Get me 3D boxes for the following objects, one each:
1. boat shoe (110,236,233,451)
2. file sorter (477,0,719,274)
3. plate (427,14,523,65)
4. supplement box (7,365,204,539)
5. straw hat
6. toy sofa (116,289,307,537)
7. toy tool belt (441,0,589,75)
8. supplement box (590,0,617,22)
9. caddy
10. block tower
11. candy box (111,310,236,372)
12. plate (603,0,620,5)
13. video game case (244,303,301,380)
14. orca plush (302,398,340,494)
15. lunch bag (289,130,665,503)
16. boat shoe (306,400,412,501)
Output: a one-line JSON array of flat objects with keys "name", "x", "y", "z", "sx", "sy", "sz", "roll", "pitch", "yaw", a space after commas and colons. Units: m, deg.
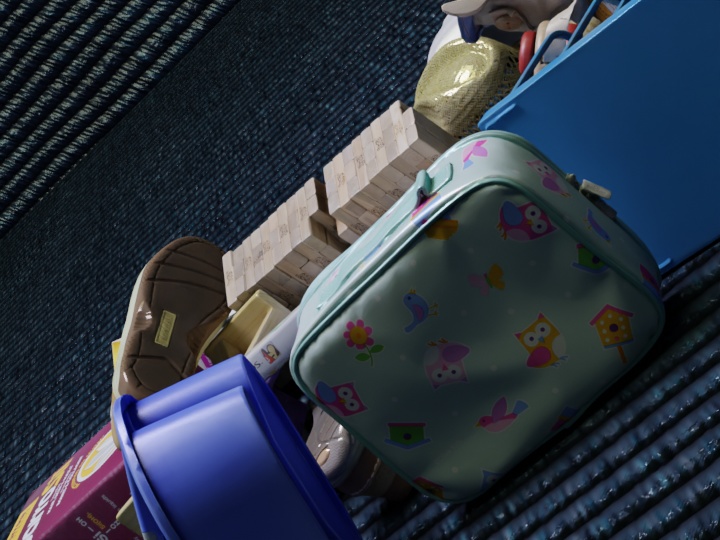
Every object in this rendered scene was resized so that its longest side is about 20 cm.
[{"name": "boat shoe", "x": -0.145, "y": 0.053, "z": 1.740, "sx": 0.076, "sy": 0.071, "sz": 0.200, "roll": -61, "pitch": 3, "yaw": 36}, {"name": "file sorter", "x": 0.196, "y": -0.115, "z": 1.372, "sx": 0.200, "sy": 0.139, "sz": 0.123, "roll": -36, "pitch": 15, "yaw": 43}, {"name": "plate", "x": 0.135, "y": -0.230, "z": 1.854, "sx": 0.200, "sy": 0.032, "sz": 0.200, "roll": -45, "pitch": -6, "yaw": 16}, {"name": "supplement box", "x": -0.171, "y": 0.180, "z": 1.803, "sx": 0.200, "sy": 0.103, "sz": 0.131, "roll": -42, "pitch": 15, "yaw": 29}, {"name": "straw hat", "x": 0.088, "y": -0.125, "z": 1.751, "sx": 0.201, "sy": 0.085, "sz": 0.202, "roll": -41, "pitch": 33, "yaw": 35}, {"name": "toy sofa", "x": -0.082, "y": 0.117, "z": 1.684, "sx": 0.083, "sy": 0.097, "sz": 0.200, "roll": -48, "pitch": 10, "yaw": 40}, {"name": "toy tool belt", "x": 0.100, "y": -0.212, "z": 1.677, "sx": 0.125, "sy": 0.122, "sz": 0.201, "roll": 79, "pitch": -163, "yaw": -58}, {"name": "supplement box", "x": 0.209, "y": -0.237, "z": 1.741, "sx": 0.066, "sy": 0.069, "sz": 0.200, "roll": -40, "pitch": -2, "yaw": -22}, {"name": "caddy", "x": -0.072, "y": 0.149, "z": 1.392, "sx": 0.105, "sy": 0.200, "sz": 0.141, "roll": -30, "pitch": 13, "yaw": 5}, {"name": "block tower", "x": -0.013, "y": -0.038, "z": 1.728, "sx": 0.200, "sy": 0.058, "sz": 0.054, "roll": -39, "pitch": 37, "yaw": 26}, {"name": "candy box", "x": -0.097, "y": 0.047, "z": 1.906, "sx": 0.200, "sy": 0.061, "sz": 0.136, "roll": -30, "pitch": 13, "yaw": -1}, {"name": "plate", "x": 0.231, "y": -0.187, "z": 1.518, "sx": 0.199, "sy": 0.026, "sz": 0.200, "roll": -9, "pitch": 15, "yaw": 2}, {"name": "video game case", "x": 0.000, "y": 0.000, "z": 1.611, "sx": 0.182, "sy": 0.023, "sz": 0.200, "roll": -43, "pitch": 1, "yaw": 27}, {"name": "orca plush", "x": -0.029, "y": 0.090, "z": 1.662, "sx": 0.105, "sy": 0.071, "sz": 0.200, "roll": -33, "pitch": 20, "yaw": 50}, {"name": "lunch bag", "x": 0.064, "y": 0.022, "z": 1.357, "sx": 0.200, "sy": 0.160, "sz": 0.077, "roll": -44, "pitch": 14, "yaw": 25}, {"name": "boat shoe", "x": 0.012, "y": 0.083, "z": 1.558, "sx": 0.076, "sy": 0.072, "sz": 0.200, "roll": -54, "pitch": 14, "yaw": 34}]
